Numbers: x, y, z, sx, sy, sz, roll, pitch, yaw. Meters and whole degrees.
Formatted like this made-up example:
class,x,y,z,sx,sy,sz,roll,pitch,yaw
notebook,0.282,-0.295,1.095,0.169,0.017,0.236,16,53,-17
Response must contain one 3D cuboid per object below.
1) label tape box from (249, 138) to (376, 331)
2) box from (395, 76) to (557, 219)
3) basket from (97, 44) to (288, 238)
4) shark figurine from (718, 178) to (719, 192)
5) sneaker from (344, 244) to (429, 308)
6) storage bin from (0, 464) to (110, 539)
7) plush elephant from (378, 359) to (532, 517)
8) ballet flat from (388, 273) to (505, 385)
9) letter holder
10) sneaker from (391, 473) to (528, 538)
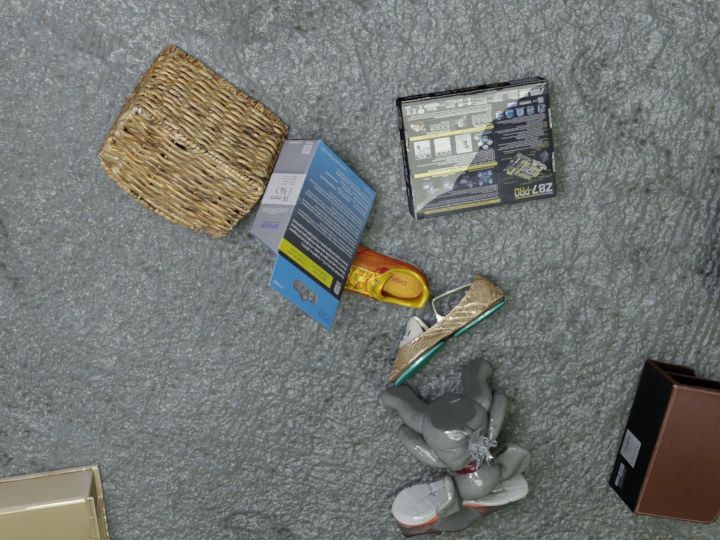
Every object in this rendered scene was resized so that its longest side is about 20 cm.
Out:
class,x,y,z,sx,sy,sz,roll,pitch,yaw
label tape box,-0.067,-0.045,1.554,0.144,0.063,0.200,40,62,-48
box,0.155,-0.163,1.641,0.199,0.049,0.162,-10,105,-6
basket,-0.215,-0.156,1.578,0.200,0.149,0.143,32,131,-16
shark figurine,0.520,-0.090,1.692,0.090,0.214,0.128,52,128,19
sneaker,0.000,0.000,1.648,0.199,0.077,0.073,11,105,-10
storage bin,-0.443,0.386,1.678,0.199,0.094,0.199,-7,107,-7
plush elephant,0.142,0.244,1.702,0.164,0.200,0.155,-21,126,-10
ballet flat,0.107,0.076,1.701,0.200,0.071,0.065,-37,80,0
letter holder,0.464,0.247,1.777,0.142,0.101,0.201,10,104,-14
sneaker,0.143,0.335,1.779,0.199,0.077,0.082,-11,134,-5
